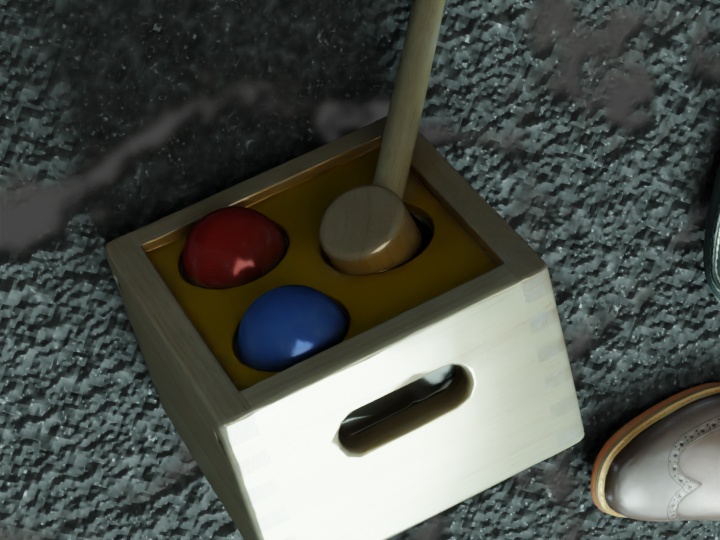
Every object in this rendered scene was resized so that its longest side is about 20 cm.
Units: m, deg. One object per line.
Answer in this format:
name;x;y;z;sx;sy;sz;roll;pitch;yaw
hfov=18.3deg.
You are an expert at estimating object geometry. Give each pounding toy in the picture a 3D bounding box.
pounding toy;0.000;0.000;1.010;0.199;0.184;0.143;-25;127;-12

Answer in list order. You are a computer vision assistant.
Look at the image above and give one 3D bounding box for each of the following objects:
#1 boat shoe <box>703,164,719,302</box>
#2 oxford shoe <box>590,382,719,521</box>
boat shoe;0.218;-0.069;1.104;0.062;0.073;0.201;-8;125;-64
oxford shoe;0.219;0.101;1.177;0.199;0.073;0.072;-9;112;-18
